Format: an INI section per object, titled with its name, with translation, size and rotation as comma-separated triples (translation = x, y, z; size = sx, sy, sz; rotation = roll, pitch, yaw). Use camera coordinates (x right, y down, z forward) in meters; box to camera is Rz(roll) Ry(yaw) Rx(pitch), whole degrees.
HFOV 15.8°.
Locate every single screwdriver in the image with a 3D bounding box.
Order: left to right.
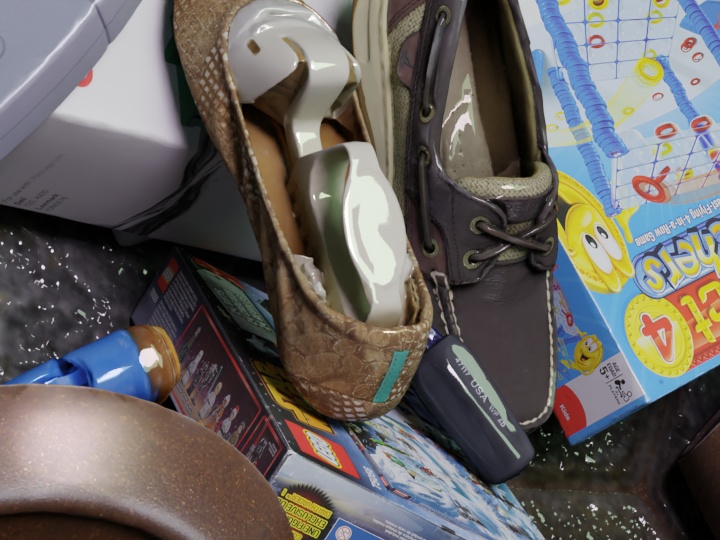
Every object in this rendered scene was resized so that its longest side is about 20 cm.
[screwdriver]
translation = 0.000, 0.000, 1.007
size = 0.029, 0.028, 0.200
rotation = -40, 89, -6

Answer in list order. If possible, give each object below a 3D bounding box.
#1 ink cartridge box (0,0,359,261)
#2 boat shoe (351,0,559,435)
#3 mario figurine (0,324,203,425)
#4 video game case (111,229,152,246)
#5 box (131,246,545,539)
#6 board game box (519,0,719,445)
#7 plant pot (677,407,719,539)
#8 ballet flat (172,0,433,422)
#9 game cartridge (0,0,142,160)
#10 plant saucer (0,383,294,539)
[ink cartridge box]
translation = -0.068, -0.092, 1.063
size = 0.199, 0.084, 0.147
rotation = 12, 62, -34
[boat shoe]
translation = 0.044, -0.029, 1.025
size = 0.073, 0.065, 0.201
rotation = -17, 96, -35
[mario figurine]
translation = -0.159, 0.081, 0.925
size = 0.199, 0.123, 0.107
rotation = -12, 117, -20
[video game case]
translation = -0.065, -0.119, 1.150
size = 0.199, 0.023, 0.183
rotation = -20, 82, -43
[box]
translation = -0.006, 0.070, 1.009
size = 0.136, 0.040, 0.200
rotation = 29, 11, -24
[board game box]
translation = 0.126, -0.048, 1.184
size = 0.199, 0.056, 0.197
rotation = -25, 83, -42
[plant pot]
translation = 0.247, 0.123, 1.190
size = 0.200, 0.187, 0.187
rotation = 43, 47, 6
[ballet flat]
translation = -0.016, -0.044, 0.964
size = 0.070, 0.065, 0.201
rotation = -8, 68, -33
[game cartridge]
translation = -0.176, -0.089, 0.953
size = 0.200, 0.042, 0.133
rotation = -41, 75, -12
[plant saucer]
translation = -0.116, 0.123, 0.865
size = 0.199, 0.201, 0.035
rotation = 22, 32, -28
